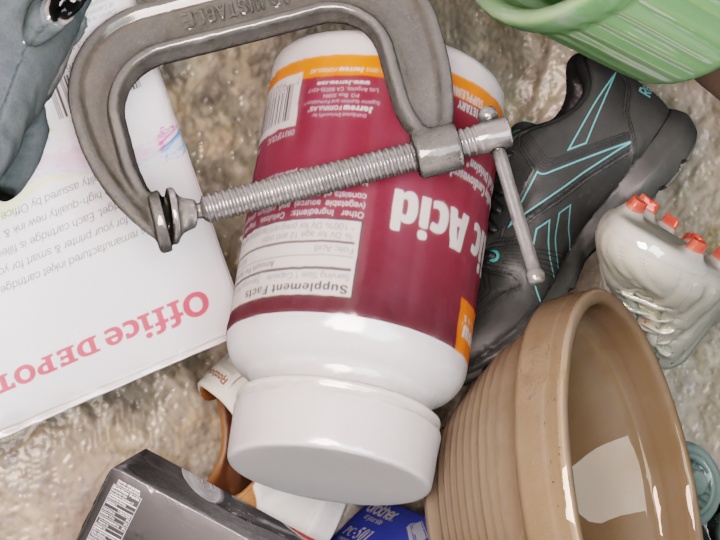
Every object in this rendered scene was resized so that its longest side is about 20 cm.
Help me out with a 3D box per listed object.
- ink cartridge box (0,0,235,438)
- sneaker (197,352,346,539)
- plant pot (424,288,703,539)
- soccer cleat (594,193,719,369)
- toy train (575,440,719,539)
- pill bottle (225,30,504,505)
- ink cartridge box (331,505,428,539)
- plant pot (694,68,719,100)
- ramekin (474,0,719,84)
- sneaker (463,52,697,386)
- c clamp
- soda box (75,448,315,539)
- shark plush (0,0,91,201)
[{"bbox_3d":[-0.160,-0.041,1.385,0.147,0.086,0.201,-22,104,-20],"label":"ink cartridge box"},{"bbox_3d":[-0.028,0.040,1.454,0.084,0.073,0.201,19,89,-27],"label":"sneaker"},{"bbox_3d":[0.090,0.116,1.390,0.092,0.201,0.202,-12,103,21],"label":"plant pot"},{"bbox_3d":[0.148,0.015,1.474,0.069,0.200,0.078,36,92,15],"label":"soccer cleat"},{"bbox_3d":[0.138,0.143,1.518,0.200,0.085,0.114,35,64,-22],"label":"toy train"},{"bbox_3d":[0.000,0.000,1.375,0.114,0.114,0.201,17,70,-23],"label":"pill bottle"},{"bbox_3d":[0.070,0.206,1.501,0.044,0.094,0.200,-43,110,-13],"label":"ink cartridge box"},{"bbox_3d":[0.262,-0.122,1.518,0.174,0.200,0.201,23,86,-4],"label":"plant pot"},{"bbox_3d":[0.149,-0.189,1.445,0.097,0.200,0.201,28,84,-30],"label":"ramekin"},{"bbox_3d":[0.085,-0.025,1.506,0.079,0.075,0.200,44,70,-10],"label":"sneaker"},{"bbox_3d":[-0.029,-0.061,1.323,0.199,0.027,0.172,-9,71,-1],"label":"c clamp"},{"bbox_3d":[-0.038,0.161,1.400,0.199,0.071,0.064,28,98,6],"label":"soda box"},{"bbox_3d":[-0.134,-0.107,1.299,0.091,0.083,0.200,45,78,-17],"label":"shark plush"}]
